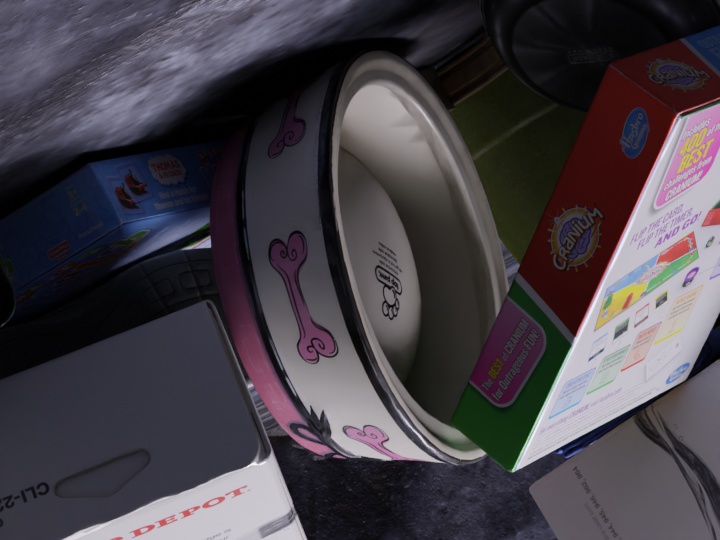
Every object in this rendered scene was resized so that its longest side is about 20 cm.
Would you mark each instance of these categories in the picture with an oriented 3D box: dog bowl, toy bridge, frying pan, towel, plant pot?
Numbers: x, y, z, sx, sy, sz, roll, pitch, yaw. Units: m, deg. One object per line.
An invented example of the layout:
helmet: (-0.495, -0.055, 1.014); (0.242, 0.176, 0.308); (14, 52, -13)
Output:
dog bowl: (0.000, 0.000, 1.235); (0.074, 0.200, 0.200); (-14, 180, 23)
toy bridge: (0.025, -0.087, 1.355); (0.200, 0.027, 0.067); (-31, 175, 30)
frying pan: (0.108, -0.086, 1.220); (0.190, 0.115, 0.031); (91, 15, -52)
towel: (0.202, 0.036, 1.433); (0.200, 0.024, 0.145); (-25, 170, -41)
plant pot: (0.146, -0.048, 1.462); (0.200, 0.190, 0.200); (-27, 174, -3)

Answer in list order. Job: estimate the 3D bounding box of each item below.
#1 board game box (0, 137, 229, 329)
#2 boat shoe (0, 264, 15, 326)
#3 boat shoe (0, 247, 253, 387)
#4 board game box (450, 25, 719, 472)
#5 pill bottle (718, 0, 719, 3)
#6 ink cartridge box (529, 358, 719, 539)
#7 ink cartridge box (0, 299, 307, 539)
board game box: (-0.127, -0.012, 1.253); (0.151, 0.037, 0.200); (-30, 175, 25)
boat shoe: (-0.173, 0.013, 1.059); (0.066, 0.075, 0.199); (-13, 163, -6)
boat shoe: (-0.118, 0.042, 1.255); (0.202, 0.075, 0.065); (-21, 179, -20)
board game box: (0.132, -0.016, 1.191); (0.153, 0.040, 0.200); (-21, 142, -49)
pill bottle: (0.209, -0.144, 1.308); (0.200, 0.111, 0.111); (-25, 174, -34)
ink cartridge box: (0.206, 0.084, 1.348); (0.200, 0.084, 0.145); (-36, 170, 28)
ink cartridge box: (-0.107, 0.107, 1.194); (0.144, 0.084, 0.200); (-21, 158, -4)
